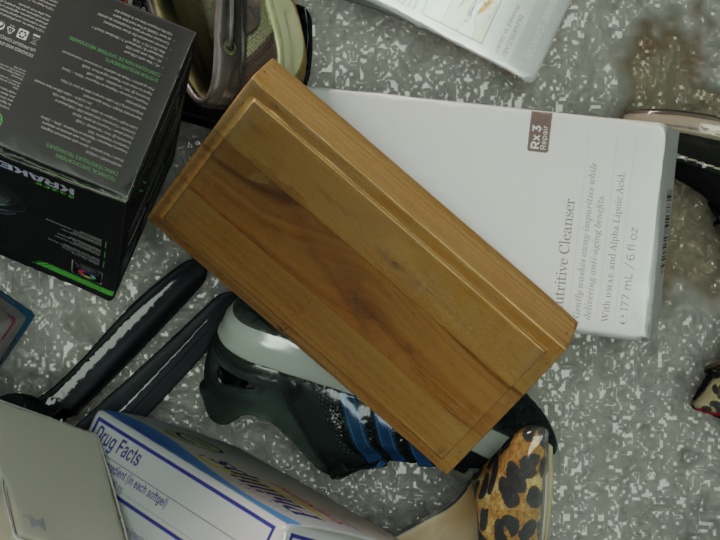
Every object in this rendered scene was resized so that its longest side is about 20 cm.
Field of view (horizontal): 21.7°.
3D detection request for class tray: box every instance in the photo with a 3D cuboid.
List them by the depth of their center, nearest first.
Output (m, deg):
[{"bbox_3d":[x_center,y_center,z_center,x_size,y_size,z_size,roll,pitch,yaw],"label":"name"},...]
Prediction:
[{"bbox_3d":[0.000,0.000,0.930,0.200,0.037,0.099,41,118,-1],"label":"tray"}]

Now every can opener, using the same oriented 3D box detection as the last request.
[{"bbox_3d":[-0.145,0.073,1.007,0.199,0.079,0.064,-38,84,-11],"label":"can opener"}]

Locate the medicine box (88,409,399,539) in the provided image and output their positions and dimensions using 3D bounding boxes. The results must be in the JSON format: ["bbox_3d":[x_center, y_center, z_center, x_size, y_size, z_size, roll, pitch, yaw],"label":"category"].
[{"bbox_3d":[-0.086,0.197,0.940,0.102,0.182,0.202,22,90,-40],"label":"medicine box"}]

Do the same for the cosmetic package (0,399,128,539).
[{"bbox_3d":[-0.202,0.174,0.943,0.071,0.106,0.200,23,118,-34],"label":"cosmetic package"}]

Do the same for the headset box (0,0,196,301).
[{"bbox_3d":[-0.183,-0.077,0.939,0.173,0.200,0.094,23,73,-4],"label":"headset box"}]

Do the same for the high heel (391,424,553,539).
[{"bbox_3d":[0.017,0.146,0.972,0.141,0.072,0.201,11,128,-7],"label":"high heel"}]

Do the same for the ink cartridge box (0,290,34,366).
[{"bbox_3d":[-0.232,0.053,0.932,0.068,0.200,0.116,34,89,-3],"label":"ink cartridge box"}]

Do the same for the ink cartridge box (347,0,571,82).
[{"bbox_3d":[0.036,-0.216,1.023,0.198,0.050,0.163,26,89,-7],"label":"ink cartridge box"}]

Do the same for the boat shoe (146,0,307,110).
[{"bbox_3d":[-0.088,-0.176,0.951,0.073,0.065,0.202,-30,81,38],"label":"boat shoe"}]

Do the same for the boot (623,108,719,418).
[{"bbox_3d":[0.215,0.008,1.020,0.198,0.073,0.152,21,90,-8],"label":"boot"}]

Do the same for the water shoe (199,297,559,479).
[{"bbox_3d":[0.010,0.077,1.022,0.198,0.072,0.079,24,117,-4],"label":"water shoe"}]

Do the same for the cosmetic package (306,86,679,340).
[{"bbox_3d":[0.061,-0.032,0.978,0.198,0.081,0.114,5,93,13],"label":"cosmetic package"}]

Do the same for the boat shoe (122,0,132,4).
[{"bbox_3d":[-0.213,-0.179,0.982,0.199,0.063,0.072,31,97,7],"label":"boat shoe"}]

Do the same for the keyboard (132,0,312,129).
[{"bbox_3d":[-0.117,-0.143,1.021,0.198,0.040,0.105,18,97,6],"label":"keyboard"}]
